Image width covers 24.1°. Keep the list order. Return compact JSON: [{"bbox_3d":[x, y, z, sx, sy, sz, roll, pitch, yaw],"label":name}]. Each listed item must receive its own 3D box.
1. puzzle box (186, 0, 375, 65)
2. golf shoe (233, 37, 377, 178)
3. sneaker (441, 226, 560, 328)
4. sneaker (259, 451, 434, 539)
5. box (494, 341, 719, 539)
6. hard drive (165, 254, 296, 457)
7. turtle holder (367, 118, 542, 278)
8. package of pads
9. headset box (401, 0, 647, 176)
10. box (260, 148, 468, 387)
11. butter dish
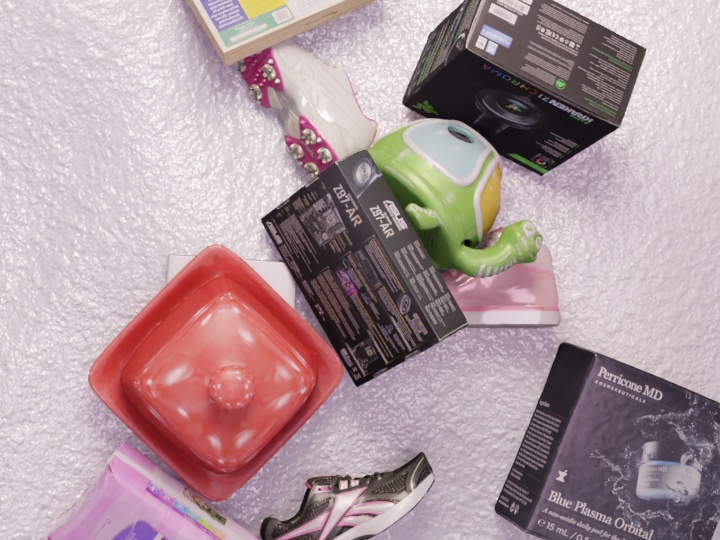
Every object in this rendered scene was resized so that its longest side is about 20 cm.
[{"bbox_3d":[-0.076,-0.295,1.674,0.200,0.025,0.133,-25,66,-12],"label":"puzzle box"},{"bbox_3d":[-0.058,-0.190,1.710,0.091,0.075,0.200,-35,97,-31],"label":"golf shoe"},{"bbox_3d":[0.108,0.008,1.746,0.200,0.075,0.105,0,87,-10],"label":"sneaker"},{"bbox_3d":[-0.015,0.240,1.735,0.200,0.080,0.086,-34,88,-13],"label":"sneaker"},{"bbox_3d":[0.276,0.205,1.766,0.196,0.117,0.200,22,88,-11],"label":"box"},{"bbox_3d":[-0.138,0.087,1.725,0.132,0.027,0.200,4,93,-11],"label":"hard drive"},{"bbox_3d":[0.085,-0.075,1.681,0.132,0.185,0.141,-41,132,-22],"label":"turtle holder"},{"bbox_3d":[-0.200,0.276,1.685,0.200,0.076,0.121,38,113,-10],"label":"package of pads"},{"bbox_3d":[0.156,-0.190,1.682,0.174,0.200,0.093,26,72,-12],"label":"headset box"},{"bbox_3d":[0.000,0.000,1.661,0.044,0.160,0.200,-29,87,-37],"label":"box"},{"bbox_3d":[-0.132,0.107,1.639,0.200,0.148,0.199,-46,101,-6],"label":"butter dish"}]
